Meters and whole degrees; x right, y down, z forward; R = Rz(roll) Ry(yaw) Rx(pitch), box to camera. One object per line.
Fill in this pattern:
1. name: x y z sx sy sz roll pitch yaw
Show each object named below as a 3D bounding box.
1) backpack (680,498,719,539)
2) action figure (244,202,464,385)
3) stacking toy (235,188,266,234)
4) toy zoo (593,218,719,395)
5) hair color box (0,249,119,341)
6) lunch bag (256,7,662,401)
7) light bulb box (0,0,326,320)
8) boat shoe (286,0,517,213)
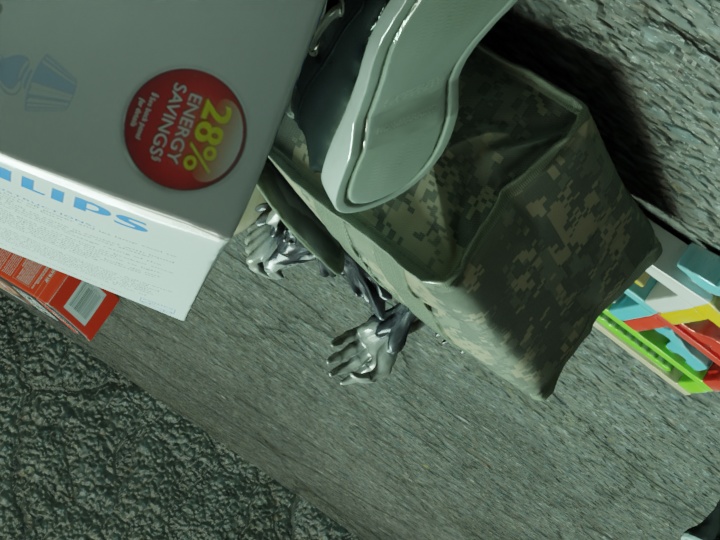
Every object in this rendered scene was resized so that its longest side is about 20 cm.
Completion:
1. backpack: 0.271 0.158 1.117 0.200 0.151 0.177 50 165 -31
2. action figure: 0.000 0.000 1.268 0.200 0.102 0.119 20 -145 -56
3. stacking toy: -0.122 -0.071 1.530 0.085 0.086 0.200 39 172 -20
4. toy zoo: 0.153 0.015 1.208 0.131 0.021 0.200 37 169 -8
5. hair color box: -0.363 -0.007 2.555 0.200 0.061 0.102 29 168 33
6. lunch bag: 0.018 -0.053 1.085 0.200 0.118 0.164 38 175 27
7. light bulb box: -0.079 -0.104 0.888 0.124 0.199 0.200 21 169 -4
8. boat shoe: 0.014 -0.100 0.911 0.060 0.075 0.200 56 144 21
